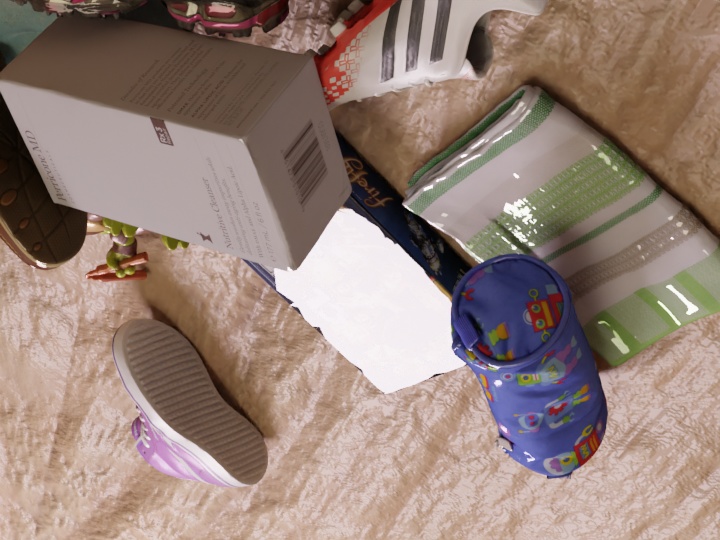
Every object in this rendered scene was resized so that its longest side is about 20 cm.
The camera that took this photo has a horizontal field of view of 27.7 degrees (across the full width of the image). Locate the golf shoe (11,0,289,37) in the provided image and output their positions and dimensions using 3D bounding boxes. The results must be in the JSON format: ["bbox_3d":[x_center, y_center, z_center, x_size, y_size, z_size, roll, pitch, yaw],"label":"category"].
[{"bbox_3d":[-0.138,-0.201,0.885,0.198,0.073,0.093,7,124,13],"label":"golf shoe"}]

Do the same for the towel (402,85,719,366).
[{"bbox_3d":[0.138,-0.021,0.947,0.199,0.031,0.149,38,142,-13],"label":"towel"}]

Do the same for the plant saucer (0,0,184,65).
[{"bbox_3d":[-0.200,-0.135,1.015,0.199,0.039,0.202,16,140,14],"label":"plant saucer"}]

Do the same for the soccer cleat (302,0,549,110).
[{"bbox_3d":[0.030,-0.133,0.856,0.085,0.069,0.200,43,136,-7],"label":"soccer cleat"}]

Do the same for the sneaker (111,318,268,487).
[{"bbox_3d":[-0.178,0.122,1.271,0.114,0.073,0.201,-3,133,38],"label":"sneaker"}]

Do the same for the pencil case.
[{"bbox_3d":[0.115,0.069,0.983,0.078,0.086,0.200,58,178,34],"label":"pencil case"}]

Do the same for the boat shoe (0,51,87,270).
[{"bbox_3d":[-0.253,-0.087,0.994,0.201,0.072,0.067,58,143,3],"label":"boat shoe"}]

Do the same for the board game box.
[{"bbox_3d":[0.000,0.000,1.051,0.200,0.035,0.135,44,140,-19],"label":"board game box"}]

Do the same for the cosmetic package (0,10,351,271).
[{"bbox_3d":[-0.115,-0.084,0.904,0.199,0.081,0.113,13,141,30],"label":"cosmetic package"}]

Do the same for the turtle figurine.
[{"bbox_3d":[-0.195,-0.042,1.083,0.160,0.065,0.200,1,157,43],"label":"turtle figurine"}]
